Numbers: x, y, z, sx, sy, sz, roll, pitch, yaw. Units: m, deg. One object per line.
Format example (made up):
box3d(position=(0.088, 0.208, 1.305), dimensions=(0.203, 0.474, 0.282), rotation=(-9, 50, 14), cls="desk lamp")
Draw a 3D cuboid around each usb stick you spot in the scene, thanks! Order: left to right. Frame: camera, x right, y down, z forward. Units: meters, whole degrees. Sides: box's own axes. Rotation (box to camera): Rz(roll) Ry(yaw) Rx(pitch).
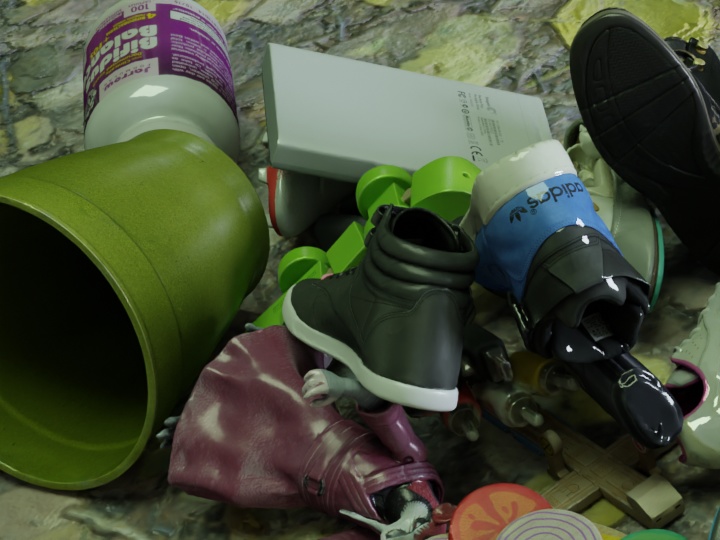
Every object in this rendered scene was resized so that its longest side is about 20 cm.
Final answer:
box3d(position=(0.133, 0.050, 1.294), dimensions=(0.033, 0.055, 0.200), rotation=(-41, 22, 0), cls="usb stick")

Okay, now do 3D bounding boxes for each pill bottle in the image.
box3d(position=(-0.145, -0.110, 1.612), dimensions=(0.112, 0.112, 0.200), rotation=(-15, 34, 2), cls="pill bottle")

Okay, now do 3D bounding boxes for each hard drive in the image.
box3d(position=(0.034, -0.095, 1.514), dimensions=(0.199, 0.027, 0.132), rotation=(10, 34, -13), cls="hard drive")

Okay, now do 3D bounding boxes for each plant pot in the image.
box3d(position=(-0.158, 0.005, 1.411), dimensions=(0.200, 0.201, 0.193), rotation=(8, 29, 30), cls="plant pot")

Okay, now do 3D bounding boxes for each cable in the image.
box3d(position=(0.054, 0.056, 1.341), dimensions=(0.097, 0.050, 0.200), rotation=(-23, 17, -10), cls="cable")

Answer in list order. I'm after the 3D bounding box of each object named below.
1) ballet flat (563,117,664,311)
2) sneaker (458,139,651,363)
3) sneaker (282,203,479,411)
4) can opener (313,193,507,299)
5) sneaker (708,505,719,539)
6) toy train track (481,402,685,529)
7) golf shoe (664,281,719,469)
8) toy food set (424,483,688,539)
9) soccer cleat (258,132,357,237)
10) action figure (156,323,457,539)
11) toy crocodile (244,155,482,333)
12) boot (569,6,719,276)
box3d(position=(0.153, -0.035, 1.424), dimensions=(0.064, 0.068, 0.200), rotation=(14, 31, -5), cls="ballet flat")
box3d(position=(0.108, 0.009, 1.250), dimensions=(0.077, 0.200, 0.111), rotation=(-24, 76, -8), cls="sneaker")
box3d(position=(0.015, 0.007, 1.264), dimensions=(0.071, 0.099, 0.200), rotation=(11, 9, -22), cls="sneaker")
box3d(position=(0.050, -0.013, 1.453), dimensions=(0.200, 0.067, 0.053), rotation=(11, 38, 46), cls="can opener")
box3d(position=(0.259, 0.117, 1.169), dimensions=(0.200, 0.073, 0.082), rotation=(-37, 42, -26), cls="sneaker")
box3d(position=(0.112, 0.091, 1.299), dimensions=(0.115, 0.033, 0.200), rotation=(-32, 37, -21), cls="toy train track")
box3d(position=(0.215, 0.042, 1.290), dimensions=(0.091, 0.075, 0.200), rotation=(-9, 34, 9), cls="golf shoe")
box3d(position=(0.077, 0.194, 1.140), dimensions=(0.199, 0.049, 0.198), rotation=(8, 46, 25), cls="toy food set")
box3d(position=(-0.011, -0.085, 1.558), dimensions=(0.085, 0.069, 0.200), rotation=(4, 29, 17), cls="soccer cleat")
box3d(position=(-0.014, 0.119, 1.284), dimensions=(0.200, 0.134, 0.149), rotation=(27, 10, 30), cls="action figure")
box3d(position=(0.000, 0.000, 1.402), dimensions=(0.200, 0.062, 0.068), rotation=(-44, 27, 18), cls="toy crocodile")
box3d(position=(0.195, -0.105, 1.410), dimensions=(0.073, 0.200, 0.151), rotation=(-33, 24, 20), cls="boot")
